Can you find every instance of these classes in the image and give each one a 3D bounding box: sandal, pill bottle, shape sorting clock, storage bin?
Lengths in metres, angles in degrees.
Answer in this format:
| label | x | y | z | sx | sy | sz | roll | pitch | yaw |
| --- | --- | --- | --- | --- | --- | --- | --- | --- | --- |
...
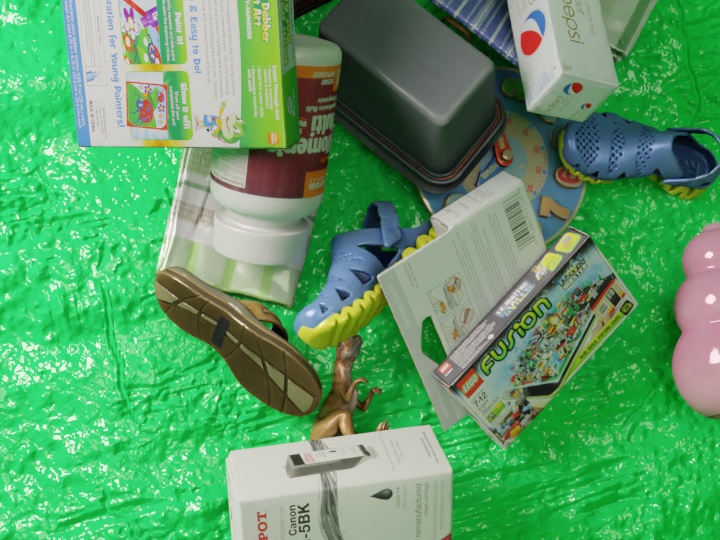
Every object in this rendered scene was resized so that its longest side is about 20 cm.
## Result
| label | x | y | z | sx | sy | sz | roll | pitch | yaw |
| --- | --- | --- | --- | --- | --- | --- | --- | --- | --- |
| sandal | 0.303 | -0.127 | 1.106 | 0.198 | 0.087 | 0.080 | 5 | 82 | -17 |
| pill bottle | -0.082 | -0.114 | 0.975 | 0.108 | 0.110 | 0.202 | 5 | 110 | -10 |
| shape sorting clock | 0.149 | -0.117 | 1.109 | 0.198 | 0.039 | 0.202 | 1 | 83 | -10 |
| sandal | -0.111 | 0.059 | 1.019 | 0.199 | 0.081 | 0.054 | 38 | 43 | 6 |
| storage bin | 0.051 | -0.197 | 1.028 | 0.200 | 0.134 | 0.146 | 40 | 81 | 10 |
| sandal | 0.000 | 0.000 | 1.030 | 0.087 | 0.080 | 0.200 | 45 | 52 | 6 |

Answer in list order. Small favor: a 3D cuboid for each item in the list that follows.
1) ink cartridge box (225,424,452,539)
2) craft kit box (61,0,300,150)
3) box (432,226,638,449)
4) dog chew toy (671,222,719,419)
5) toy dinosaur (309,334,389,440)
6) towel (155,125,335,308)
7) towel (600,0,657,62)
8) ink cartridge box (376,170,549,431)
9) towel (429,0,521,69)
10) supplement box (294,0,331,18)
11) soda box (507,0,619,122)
| label | x | y | z | sx | sy | sz | roll | pitch | yaw |
| --- | --- | --- | --- | --- | --- | --- | --- | --- | --- |
| ink cartridge box | -0.019 | 0.237 | 0.984 | 0.198 | 0.083 | 0.148 | -6 | 114 | -11 |
| craft kit box | -0.152 | -0.205 | 0.884 | 0.195 | 0.049 | 0.202 | 4 | 108 | 17 |
| box | 0.174 | 0.067 | 1.036 | 0.200 | 0.035 | 0.110 | -47 | 122 | -5 |
| dog chew toy | 0.382 | 0.050 | 1.095 | 0.123 | 0.125 | 0.202 | 0 | 76 | -10 |
| toy dinosaur | -0.029 | 0.165 | 1.043 | 0.105 | 0.060 | 0.201 | 20 | 74 | 21 |
| towel | -0.114 | -0.076 | 1.060 | 0.148 | 0.031 | 0.202 | 13 | 81 | -8 |
| towel | 0.231 | -0.333 | 1.146 | 0.199 | 0.031 | 0.150 | 33 | 70 | -4 |
| ink cartridge box | 0.113 | 0.032 | 1.037 | 0.173 | 0.044 | 0.201 | -31 | 119 | -12 |
| towel | 0.156 | -0.244 | 1.091 | 0.199 | 0.145 | 0.024 | 37 | 123 | -4 |
| supplement box | -0.072 | -0.336 | 1.012 | 0.103 | 0.200 | 0.132 | -30 | 89 | -13 |
| soda box | 0.191 | -0.249 | 1.030 | 0.067 | 0.064 | 0.202 | 7 | 61 | -23 |
